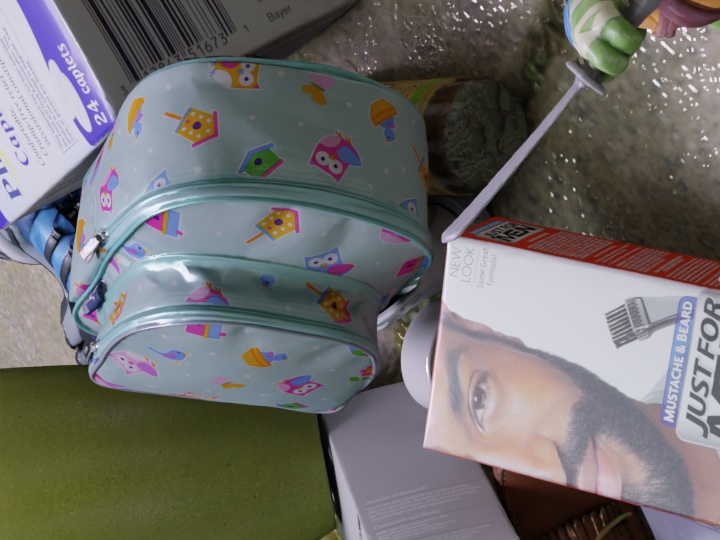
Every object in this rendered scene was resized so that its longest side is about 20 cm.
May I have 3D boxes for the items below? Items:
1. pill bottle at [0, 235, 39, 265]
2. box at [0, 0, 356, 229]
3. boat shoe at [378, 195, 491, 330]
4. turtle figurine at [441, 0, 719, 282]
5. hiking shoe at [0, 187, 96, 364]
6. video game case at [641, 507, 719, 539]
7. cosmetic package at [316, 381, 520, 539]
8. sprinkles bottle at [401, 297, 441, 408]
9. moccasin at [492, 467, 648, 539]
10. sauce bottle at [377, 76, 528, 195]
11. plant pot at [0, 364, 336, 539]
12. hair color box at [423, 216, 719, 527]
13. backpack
[{"bbox_3d":[-0.294,-0.068,1.358,0.200,0.106,0.107,12,124,49],"label":"pill bottle"},{"bbox_3d":[-0.132,-0.133,1.025,0.105,0.184,0.200,59,146,-1],"label":"box"},{"bbox_3d":[0.000,0.000,1.059,0.074,0.067,0.200,59,147,1],"label":"boat shoe"},{"bbox_3d":[0.158,-0.093,0.717,0.144,0.201,0.194,29,146,-17],"label":"turtle figurine"},{"bbox_3d":[-0.171,-0.020,1.128,0.086,0.074,0.200,0,127,43],"label":"hiking shoe"},{"bbox_3d":[0.224,0.186,0.898,0.143,0.019,0.200,19,148,45],"label":"video game case"},{"bbox_3d":[0.036,0.156,1.037,0.200,0.090,0.107,-123,21,-65],"label":"cosmetic package"},{"bbox_3d":[0.110,0.058,0.959,0.200,0.068,0.069,9,122,49],"label":"sprinkles bottle"},{"bbox_3d":[0.134,0.183,0.998,0.078,0.073,0.202,-75,-37,-77],"label":"moccasin"},{"bbox_3d":[0.006,-0.074,0.997,0.200,0.065,0.065,2,117,50],"label":"sauce bottle"},{"bbox_3d":[-0.121,0.135,1.095,0.187,0.199,0.188,169,90,-86],"label":"plant pot"},{"bbox_3d":[0.136,0.050,0.831,0.199,0.064,0.111,12,105,25],"label":"hair color box"},{"bbox_3d":[-0.054,-0.016,0.899,0.200,0.175,0.154,124,151,-54],"label":"backpack"}]
